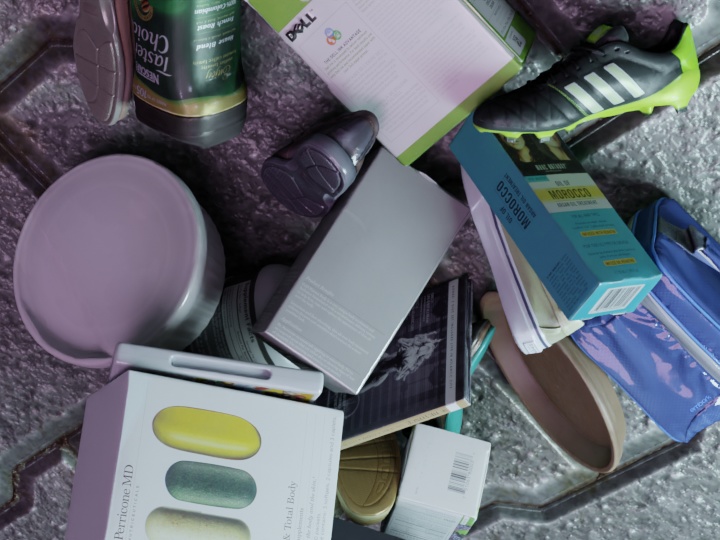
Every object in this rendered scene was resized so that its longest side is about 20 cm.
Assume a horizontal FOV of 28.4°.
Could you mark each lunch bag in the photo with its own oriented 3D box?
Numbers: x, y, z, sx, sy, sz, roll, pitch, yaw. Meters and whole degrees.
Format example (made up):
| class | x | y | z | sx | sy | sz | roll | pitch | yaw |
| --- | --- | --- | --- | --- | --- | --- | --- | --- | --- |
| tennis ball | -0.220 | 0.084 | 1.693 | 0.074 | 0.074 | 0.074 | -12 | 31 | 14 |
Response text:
| class | x | y | z | sx | sy | sz | roll | pitch | yaw |
| --- | --- | --- | --- | --- | --- | --- | --- | --- | --- |
| lunch bag | 0.282 | 0.033 | 1.260 | 0.200 | 0.136 | 0.132 | 43 | 122 | -13 |

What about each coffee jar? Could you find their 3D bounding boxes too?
| class | x | y | z | sx | sy | sz | roll | pitch | yaw |
| --- | --- | --- | --- | --- | --- | --- | --- | --- | --- |
| coffee jar | -0.149 | -0.210 | 1.218 | 0.104 | 0.085 | 0.201 | 26 | 129 | 38 |

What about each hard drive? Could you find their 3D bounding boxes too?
| class | x | y | z | sx | sy | sz | roll | pitch | yaw |
| --- | --- | --- | --- | --- | --- | --- | --- | --- | --- |
| hard drive | 0.016 | 0.277 | 1.388 | 0.138 | 0.033 | 0.200 | 18 | 167 | -4 |

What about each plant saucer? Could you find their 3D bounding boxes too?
| class | x | y | z | sx | sy | sz | roll | pitch | yaw |
| --- | --- | --- | --- | --- | --- | --- | --- | --- | --- |
| plant saucer | 0.182 | 0.098 | 1.326 | 0.029 | 0.200 | 0.201 | -33 | 118 | -15 |

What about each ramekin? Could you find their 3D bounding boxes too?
| class | x | y | z | sx | sy | sz | roll | pitch | yaw |
| --- | --- | --- | --- | --- | --- | --- | --- | --- | --- |
| ramekin | -0.220 | -0.001 | 1.341 | 0.201 | 0.204 | 0.094 | -9 | 164 | 20 |

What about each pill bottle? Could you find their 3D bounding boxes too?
| class | x | y | z | sx | sy | sz | roll | pitch | yaw |
| --- | --- | --- | --- | --- | --- | --- | --- | --- | --- |
| pill bottle | -0.105 | 0.060 | 1.392 | 0.199 | 0.117 | 0.117 | -17 | 118 | 23 |

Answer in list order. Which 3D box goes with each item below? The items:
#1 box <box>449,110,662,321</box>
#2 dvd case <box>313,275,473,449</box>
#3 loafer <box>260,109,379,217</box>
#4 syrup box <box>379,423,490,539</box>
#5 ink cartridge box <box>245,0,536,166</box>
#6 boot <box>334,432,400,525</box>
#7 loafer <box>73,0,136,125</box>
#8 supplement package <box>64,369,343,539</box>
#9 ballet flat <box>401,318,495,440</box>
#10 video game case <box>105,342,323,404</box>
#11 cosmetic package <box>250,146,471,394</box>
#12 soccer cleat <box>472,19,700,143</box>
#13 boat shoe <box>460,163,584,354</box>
| class | x | y | z | sx | sy | sz | roll | pitch | yaw |
| --- | --- | --- | --- | --- | --- | --- | --- | --- | --- |
| box | 0.162 | -0.052 | 1.194 | 0.201 | 0.082 | 0.049 | 58 | 134 | 28 |
| dvd case | 0.020 | 0.096 | 1.365 | 0.199 | 0.149 | 0.016 | -23 | 131 | 27 |
| loafer | -0.032 | -0.095 | 1.260 | 0.072 | 0.063 | 0.200 | 47 | 163 | -8 |
| syrup box | 0.071 | 0.229 | 1.433 | 0.081 | 0.079 | 0.200 | 15 | 155 | 2 |
| ink cartridge box | 0.027 | -0.213 | 1.197 | 0.200 | 0.076 | 0.148 | 45 | 123 | -11 |
| boot | -0.017 | 0.209 | 1.427 | 0.072 | 0.201 | 0.156 | 0 | 130 | -17 |
| loafer | -0.216 | -0.224 | 1.261 | 0.072 | 0.063 | 0.201 | 33 | 138 | 35 |
| supplement package | -0.139 | 0.190 | 1.252 | 0.199 | 0.153 | 0.151 | 13 | 161 | -22 |
| ballet flat | 0.076 | 0.113 | 1.406 | 0.068 | 0.068 | 0.201 | 27 | 134 | 13 |
| video game case | -0.140 | 0.111 | 1.299 | 0.180 | 0.023 | 0.200 | 9 | 160 | -10 |
| cosmetic package | 0.000 | 0.000 | 1.277 | 0.107 | 0.201 | 0.090 | 36 | 169 | -10 |
| soccer cleat | 0.184 | -0.158 | 1.173 | 0.198 | 0.068 | 0.082 | -13 | 111 | -10 |
| boat shoe | 0.141 | -0.025 | 1.248 | 0.062 | 0.201 | 0.072 | -21 | 161 | 12 |
